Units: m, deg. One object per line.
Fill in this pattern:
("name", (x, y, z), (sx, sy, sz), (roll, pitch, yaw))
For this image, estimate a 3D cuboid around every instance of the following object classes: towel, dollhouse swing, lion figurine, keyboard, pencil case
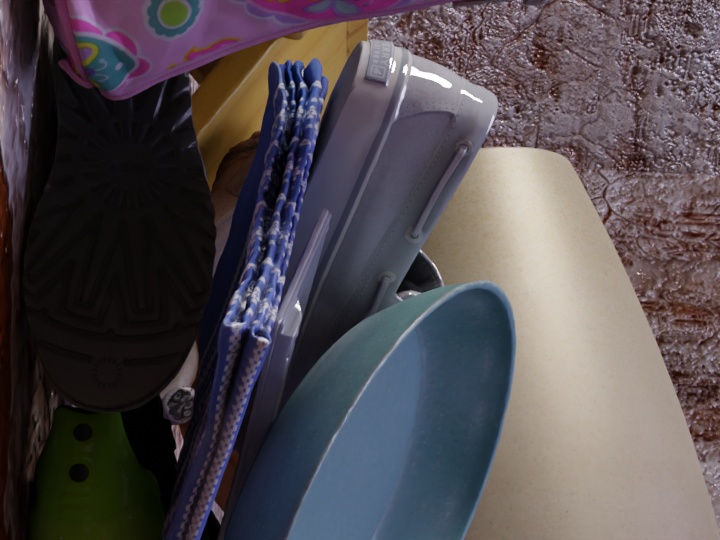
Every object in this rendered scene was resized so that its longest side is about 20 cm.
("towel", (-0.050, 0.024, 0.979), (0.200, 0.024, 0.145), (-80, -172, -58))
("dollhouse swing", (-0.093, -0.111, 1.343), (0.182, 0.176, 0.200), (50, -13, 15))
("lion figurine", (-0.068, 0.000, 1.235), (0.073, 0.200, 0.122), (54, -20, -11))
("keyboard", (-0.037, 0.056, 1.011), (0.200, 0.011, 0.056), (107, -1, -53))
("pencil case", (-0.013, -0.118, 0.936), (0.087, 0.199, 0.088), (167, -90, -85))

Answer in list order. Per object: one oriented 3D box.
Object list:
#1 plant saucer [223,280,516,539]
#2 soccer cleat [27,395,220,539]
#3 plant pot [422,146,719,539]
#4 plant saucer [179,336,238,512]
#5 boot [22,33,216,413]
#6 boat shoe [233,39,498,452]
("plant saucer", (-0.004, 0.090, 1.019), (0.200, 0.036, 0.200), (-52, 155, -36))
("soccer cleat", (-0.090, 0.086, 1.067), (0.200, 0.067, 0.081), (42, 51, -86))
("plant pot", (0.064, 0.052, 1.235), (0.187, 0.187, 0.201), (91, -6, -76))
("plant saucer", (0.003, 0.054, 1.338), (0.037, 0.199, 0.201), (18, 74, -82))
("boot", (-0.090, -0.010, 1.052), (0.200, 0.072, 0.182), (111, -15, -70))
("boat shoe", (0.000, 0.000, 1.058), (0.072, 0.068, 0.200), (-80, -170, -59))
